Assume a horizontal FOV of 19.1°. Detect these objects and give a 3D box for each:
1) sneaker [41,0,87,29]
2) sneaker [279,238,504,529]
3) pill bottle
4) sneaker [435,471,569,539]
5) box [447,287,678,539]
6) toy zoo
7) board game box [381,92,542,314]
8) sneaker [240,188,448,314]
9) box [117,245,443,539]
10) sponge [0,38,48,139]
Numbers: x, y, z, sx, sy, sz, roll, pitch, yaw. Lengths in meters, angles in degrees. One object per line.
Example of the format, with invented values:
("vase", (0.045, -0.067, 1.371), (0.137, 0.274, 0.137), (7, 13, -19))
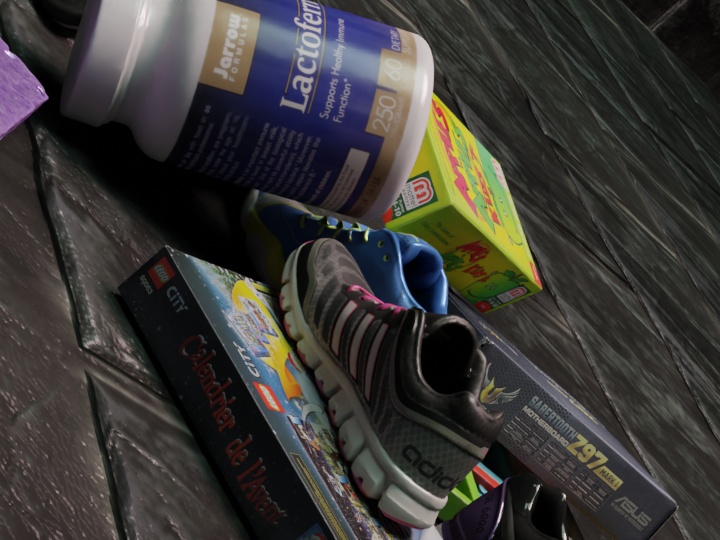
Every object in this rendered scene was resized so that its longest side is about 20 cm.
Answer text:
("sneaker", (-0.134, -0.177, 1.411), (0.067, 0.108, 0.201), (32, 46, 19))
("sneaker", (0.021, 0.044, 1.152), (0.074, 0.087, 0.200), (36, 20, -41))
("pill bottle", (-0.067, -0.108, 1.248), (0.199, 0.116, 0.116), (15, 27, -15))
("sneaker", (0.104, 0.194, 1.172), (0.076, 0.087, 0.200), (33, 23, -45))
("box", (0.107, 0.088, 1.428), (0.200, 0.051, 0.158), (40, 5, -26))
("toy zoo", (0.095, 0.152, 1.366), (0.200, 0.020, 0.131), (41, 18, -29))
("board game box", (0.057, -0.049, 1.411), (0.200, 0.047, 0.102), (38, 32, -64))
("sneaker", (0.000, 0.000, 1.303), (0.076, 0.105, 0.200), (31, 25, -48))
("box", (-0.036, 0.086, 1.132), (0.136, 0.038, 0.200), (22, 31, -58))
("sponge", (-0.225, -0.100, 1.066), (0.112, 0.030, 0.200), (48, 15, -8))
